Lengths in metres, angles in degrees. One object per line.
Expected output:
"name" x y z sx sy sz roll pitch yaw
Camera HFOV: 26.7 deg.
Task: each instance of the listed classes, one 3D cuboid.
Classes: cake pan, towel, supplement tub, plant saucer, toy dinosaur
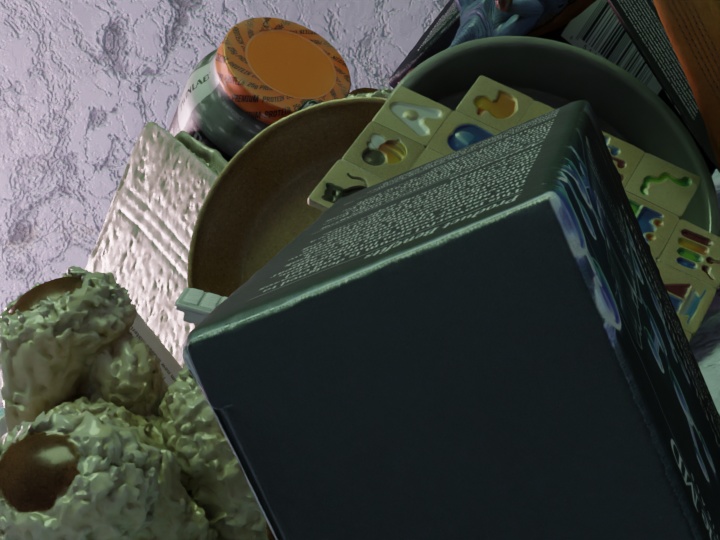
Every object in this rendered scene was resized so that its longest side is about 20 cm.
"cake pan" 0.097 -0.036 0.829 0.200 0.201 0.037 -27 -17 -25
"towel" -0.120 -0.012 1.008 0.034 0.133 0.200 14 17 -35
"supplement tub" -0.085 -0.082 1.121 0.122 0.123 0.200 -31 -21 -42
"plant saucer" 0.000 0.000 0.878 0.200 0.201 0.035 -23 -16 5
"toy dinosaur" 0.100 -0.155 0.913 0.182 0.200 0.105 -62 19 3

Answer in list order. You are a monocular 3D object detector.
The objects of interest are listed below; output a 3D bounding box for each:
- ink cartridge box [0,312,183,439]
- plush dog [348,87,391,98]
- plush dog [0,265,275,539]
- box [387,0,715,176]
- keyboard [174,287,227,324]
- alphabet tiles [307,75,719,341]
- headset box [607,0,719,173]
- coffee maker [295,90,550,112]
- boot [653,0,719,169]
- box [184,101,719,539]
"ink cartridge box" -0.214 0.114 0.905 0.147 0.086 0.200 -14 30 52
"plush dog" 0.054 -0.065 1.362 0.199 0.161 0.172 5 -11 -9
"plush dog" -0.081 0.097 0.728 0.171 0.161 0.200 -9 29 -6
"box" 0.149 -0.137 1.069 0.118 0.196 0.200 -54 7 -14
"keyboard" 0.007 0.040 0.751 0.199 0.011 0.056 16 12 -3
"alphabet tiles" 0.083 -0.023 0.767 0.167 0.199 0.006 -54 -15 -36
"headset box" 0.207 -0.123 0.869 0.077 0.149 0.200 -33 -11 13
"coffee maker" 0.068 -0.039 0.998 0.199 0.135 0.192 -1 -14 32
"boot" 0.138 -0.016 0.468 0.068 0.201 0.188 -19 9 31
"box" 0.047 0.044 0.477 0.107 0.149 0.200 -22 8 15
